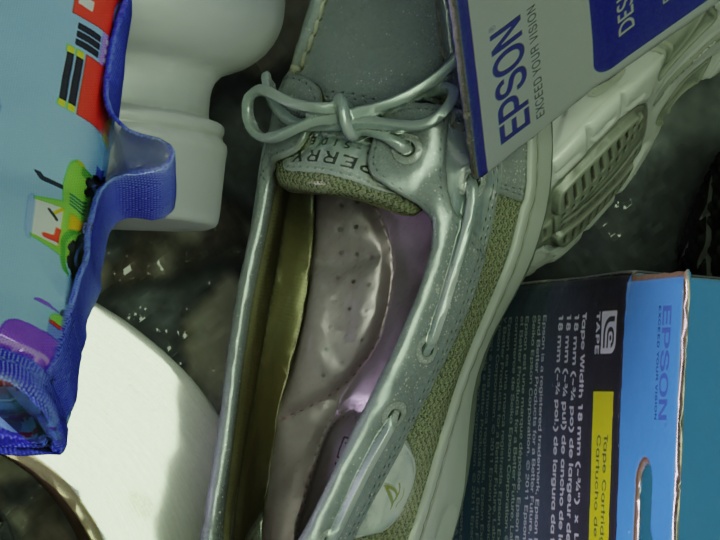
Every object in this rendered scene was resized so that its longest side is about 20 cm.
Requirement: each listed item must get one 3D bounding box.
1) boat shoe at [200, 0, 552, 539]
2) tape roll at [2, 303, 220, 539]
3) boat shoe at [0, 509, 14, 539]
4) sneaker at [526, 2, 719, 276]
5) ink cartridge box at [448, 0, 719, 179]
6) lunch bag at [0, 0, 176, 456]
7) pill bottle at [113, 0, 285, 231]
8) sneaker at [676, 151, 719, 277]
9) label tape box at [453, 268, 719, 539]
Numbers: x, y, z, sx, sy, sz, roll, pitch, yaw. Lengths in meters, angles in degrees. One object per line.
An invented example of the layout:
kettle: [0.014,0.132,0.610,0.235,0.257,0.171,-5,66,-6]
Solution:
boat shoe: [-0.001,0.000,0.775,0.074,0.065,0.203,17,100,32]
tape roll: [-0.122,0.096,0.815,0.202,0.037,0.203,1,87,-13]
boat shoe: [-0.189,0.087,0.758,0.199,0.072,0.068,2,50,-6]
sneaker: [0.073,-0.094,0.848,0.099,0.078,0.200,39,65,18]
ink cartridge box: [0.084,-0.145,0.698,0.200,0.198,0.047,-34,58,-16]
lunch bag: [-0.141,-0.039,0.673,0.199,0.094,0.151,7,52,-4]
pill bottle: [-0.073,-0.113,0.794,0.112,0.112,0.201,5,87,-13]
sneaker: [0.136,0.051,0.836,0.080,0.074,0.201,-2,66,-7]
label tape box: [0.074,0.075,0.775,0.063,0.200,0.145,3,87,-16]
